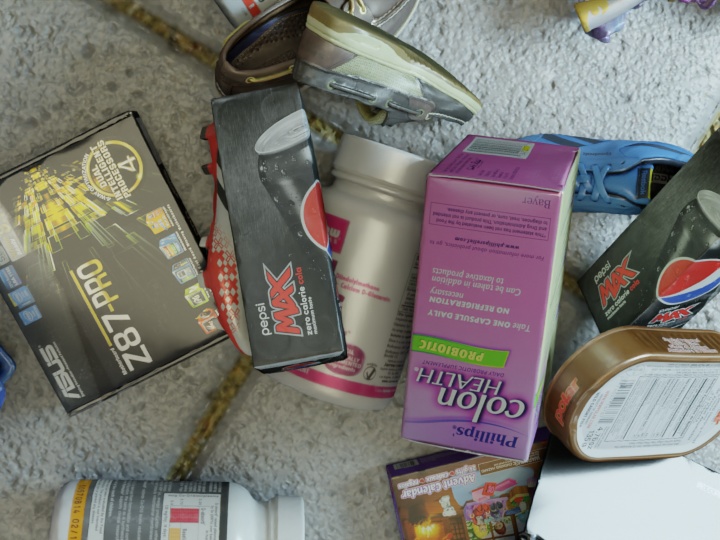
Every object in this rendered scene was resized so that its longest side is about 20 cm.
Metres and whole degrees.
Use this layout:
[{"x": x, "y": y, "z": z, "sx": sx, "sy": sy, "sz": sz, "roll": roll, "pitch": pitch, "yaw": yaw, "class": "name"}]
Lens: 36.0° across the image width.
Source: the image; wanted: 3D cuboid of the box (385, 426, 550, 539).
[{"x": 0.133, "y": 0.216, "z": 0.966, "sx": 0.199, "sy": 0.039, "sz": 0.138, "roll": -13, "pitch": 99, "yaw": -4, "class": "box"}]

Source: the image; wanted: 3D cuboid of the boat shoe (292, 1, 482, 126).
[{"x": 0.019, "y": -0.146, "z": 0.859, "sx": 0.072, "sy": 0.200, "sz": 0.066, "roll": 44, "pitch": 107, "yaw": 35, "class": "boat shoe"}]

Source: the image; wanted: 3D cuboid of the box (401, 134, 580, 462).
[{"x": 0.103, "y": 0.012, "z": 0.845, "sx": 0.096, "sy": 0.176, "sz": 0.201, "roll": 8, "pitch": 108, "yaw": 13, "class": "box"}]

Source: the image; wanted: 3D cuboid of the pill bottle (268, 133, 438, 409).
[{"x": 0.000, "y": 0.000, "z": 0.890, "sx": 0.113, "sy": 0.113, "sz": 0.201, "roll": 17, "pitch": 95, "yaw": -7, "class": "pill bottle"}]

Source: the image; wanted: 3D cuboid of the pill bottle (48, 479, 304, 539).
[{"x": -0.147, "y": 0.231, "z": 0.904, "sx": 0.198, "sy": 0.116, "sz": 0.117, "roll": 2, "pitch": 97, "yaw": -5, "class": "pill bottle"}]

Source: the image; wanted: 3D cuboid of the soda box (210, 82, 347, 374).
[{"x": -0.059, "y": -0.029, "z": 0.812, "sx": 0.070, "sy": 0.063, "sz": 0.202, "roll": -11, "pitch": 81, "yaw": 0, "class": "soda box"}]

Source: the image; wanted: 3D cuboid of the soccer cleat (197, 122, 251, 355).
[{"x": -0.079, "y": -0.035, "z": 0.874, "sx": 0.085, "sy": 0.069, "sz": 0.202, "roll": -9, "pitch": 75, "yaw": 20, "class": "soccer cleat"}]

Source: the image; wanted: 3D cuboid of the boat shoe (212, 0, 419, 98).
[{"x": -0.029, "y": -0.194, "z": 0.871, "sx": 0.199, "sy": 0.060, "sz": 0.072, "roll": -34, "pitch": 80, "yaw": -15, "class": "boat shoe"}]

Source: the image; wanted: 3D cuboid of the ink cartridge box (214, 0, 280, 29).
[{"x": -0.050, "y": -0.291, "z": 0.834, "sx": 0.199, "sy": 0.162, "sz": 0.050, "roll": -36, "pitch": 57, "yaw": 2, "class": "ink cartridge box"}]

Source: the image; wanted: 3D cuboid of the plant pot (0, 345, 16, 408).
[{"x": -0.390, "y": 0.084, "z": 0.831, "sx": 0.200, "sy": 0.180, "sz": 0.200, "roll": -43, "pitch": 99, "yaw": 1, "class": "plant pot"}]

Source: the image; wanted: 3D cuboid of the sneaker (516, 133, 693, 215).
[{"x": 0.193, "y": -0.079, "z": 0.918, "sx": 0.198, "sy": 0.078, "sz": 0.066, "roll": 0, "pitch": 99, "yaw": -4, "class": "sneaker"}]

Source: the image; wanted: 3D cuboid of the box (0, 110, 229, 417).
[{"x": -0.210, "y": -0.006, "z": 0.902, "sx": 0.160, "sy": 0.049, "sz": 0.201, "roll": -25, "pitch": 100, "yaw": 0, "class": "box"}]

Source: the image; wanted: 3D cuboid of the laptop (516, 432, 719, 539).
[{"x": 0.199, "y": 0.246, "z": 0.952, "sx": 0.176, "sy": 0.103, "sz": 0.201, "roll": 25, "pitch": 119, "yaw": -8, "class": "laptop"}]

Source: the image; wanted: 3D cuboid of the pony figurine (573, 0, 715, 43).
[{"x": 0.257, "y": -0.265, "z": 0.877, "sx": 0.199, "sy": 0.167, "sz": 0.194, "roll": -22, "pitch": 91, "yaw": 13, "class": "pony figurine"}]

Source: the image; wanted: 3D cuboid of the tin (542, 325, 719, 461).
[{"x": 0.233, "y": 0.102, "z": 0.886, "sx": 0.199, "sy": 0.042, "sz": 0.112, "roll": 3, "pitch": 125, "yaw": -34, "class": "tin"}]

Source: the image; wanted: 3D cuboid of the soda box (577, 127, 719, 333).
[{"x": 0.257, "y": -0.021, "z": 0.866, "sx": 0.063, "sy": 0.200, "sz": 0.071, "roll": 0, "pitch": 54, "yaw": -28, "class": "soda box"}]
